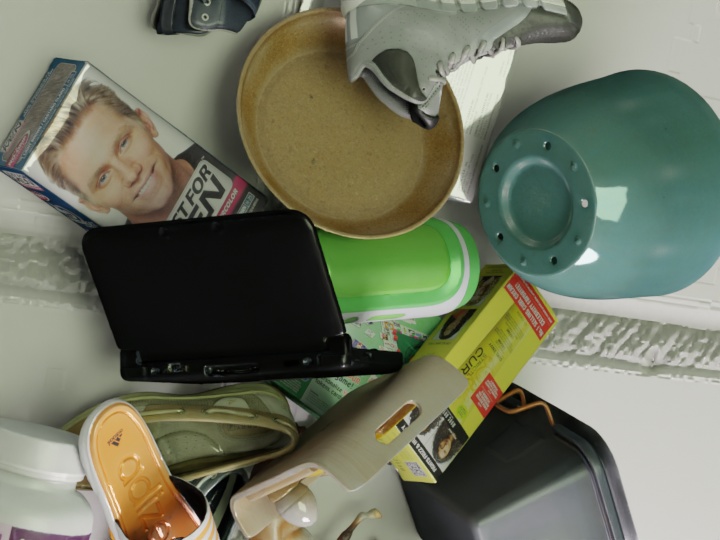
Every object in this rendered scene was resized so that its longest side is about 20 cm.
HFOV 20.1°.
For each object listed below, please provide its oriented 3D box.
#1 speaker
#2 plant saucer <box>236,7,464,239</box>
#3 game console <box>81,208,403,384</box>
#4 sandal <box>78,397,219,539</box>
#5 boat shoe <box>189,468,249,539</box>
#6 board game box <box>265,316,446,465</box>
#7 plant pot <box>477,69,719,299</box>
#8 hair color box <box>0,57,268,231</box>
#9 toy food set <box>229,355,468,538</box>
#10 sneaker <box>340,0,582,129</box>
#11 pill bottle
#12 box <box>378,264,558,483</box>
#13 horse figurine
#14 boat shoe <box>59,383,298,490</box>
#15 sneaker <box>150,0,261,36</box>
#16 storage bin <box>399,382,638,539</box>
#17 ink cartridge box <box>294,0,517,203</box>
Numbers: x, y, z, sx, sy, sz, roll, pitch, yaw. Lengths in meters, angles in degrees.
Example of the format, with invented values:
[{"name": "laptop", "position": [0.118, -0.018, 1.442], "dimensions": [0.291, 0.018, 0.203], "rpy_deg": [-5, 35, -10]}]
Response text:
[{"name": "speaker", "position": [0.000, 0.000, 1.669], "dimensions": [0.199, 0.088, 0.089], "rpy_deg": [-3, 101, -37]}, {"name": "plant saucer", "position": [-0.012, -0.115, 1.650], "dimensions": [0.199, 0.035, 0.202], "rpy_deg": [8, 68, -21]}, {"name": "game console", "position": [-0.088, 0.025, 1.568], "dimensions": [0.176, 0.199, 0.117], "rpy_deg": [9, 78, -64]}, {"name": "sandal", "position": [-0.155, 0.188, 1.556], "dimensions": [0.079, 0.059, 0.207], "rpy_deg": [-44, 132, -25]}, {"name": "boat shoe", "position": [-0.153, 0.238, 1.658], "dimensions": [0.073, 0.062, 0.201], "rpy_deg": [34, 80, -35]}, {"name": "board game box", "position": [-0.013, 0.061, 1.741], "dimensions": [0.200, 0.029, 0.135], "rpy_deg": [38, 76, -32]}, {"name": "plant pot", "position": [0.195, -0.066, 1.734], "dimensions": [0.160, 0.200, 0.202], "rpy_deg": [-12, 105, -47]}, {"name": "hair color box", "position": [-0.177, -0.069, 1.588], "dimensions": [0.200, 0.060, 0.100], "rpy_deg": [36, 78, -32]}, {"name": "toy food set", "position": [-0.009, 0.146, 1.607], "dimensions": [0.143, 0.200, 0.061], "rpy_deg": [-40, 95, -32]}, {"name": "sneaker", "position": [0.080, -0.168, 1.648], "dimensions": [0.198, 0.075, 0.116], "rpy_deg": [3, 76, -4]}, {"name": "pill bottle", "position": [-0.266, 0.219, 1.548], "dimensions": [0.112, 0.112, 0.202], "rpy_deg": [12, 92, -35]}, {"name": "box", "position": [0.088, 0.087, 1.759], "dimensions": [0.200, 0.050, 0.075], "rpy_deg": [-49, 117, -29]}, {"name": "horse figurine", "position": [-0.048, 0.222, 1.735], "dimensions": [0.132, 0.050, 0.201], "rpy_deg": [-41, 119, -27]}, {"name": "boat shoe", "position": [-0.149, 0.139, 1.609], "dimensions": [0.199, 0.063, 0.074], "rpy_deg": [-8, 111, -9]}, {"name": "sneaker", "position": [-0.146, -0.263, 1.564], "dimensions": [0.202, 0.077, 0.147], "rpy_deg": [28, 80, -35]}, {"name": "storage bin", "position": [0.126, 0.190, 1.767], "dimensions": [0.134, 0.200, 0.147], "rpy_deg": [-25, 112, -18]}, {"name": "ink cartridge box", "position": [0.025, -0.163, 1.729], "dimensions": [0.199, 0.050, 0.162], "rpy_deg": [18, 88, -16]}]
